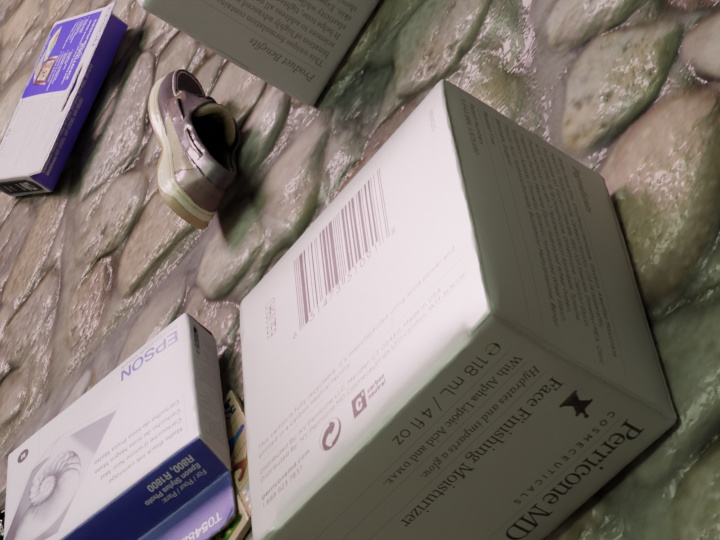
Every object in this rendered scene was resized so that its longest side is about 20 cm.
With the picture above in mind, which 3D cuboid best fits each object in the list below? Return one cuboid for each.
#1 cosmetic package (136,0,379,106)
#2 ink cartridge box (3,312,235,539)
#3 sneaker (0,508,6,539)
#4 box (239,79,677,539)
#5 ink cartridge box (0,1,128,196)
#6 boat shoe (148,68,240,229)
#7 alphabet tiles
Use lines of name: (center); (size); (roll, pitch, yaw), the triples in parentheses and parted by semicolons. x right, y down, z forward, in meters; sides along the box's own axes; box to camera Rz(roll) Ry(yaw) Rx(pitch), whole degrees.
cosmetic package: (-0.072, -0.273, 1.484); (0.201, 0.167, 0.166); (-56, 27, 10)
ink cartridge box: (-0.179, 0.154, 1.358); (0.199, 0.041, 0.201); (-38, 34, 16)
sneaker: (-0.282, 0.221, 1.495); (0.200, 0.082, 0.073); (-48, 27, 24)
box: (0.043, 0.046, 1.014); (0.199, 0.130, 0.201); (-47, 31, 28)
ink cartridge box: (-0.314, -0.177, 1.973); (0.200, 0.043, 0.200); (0, 65, 63)
boat shoe: (-0.133, -0.112, 1.561); (0.065, 0.072, 0.201); (-38, 30, 18)
alphabet tiles: (-0.127, 0.169, 1.348); (0.168, 0.008, 0.200); (-57, 27, 11)
